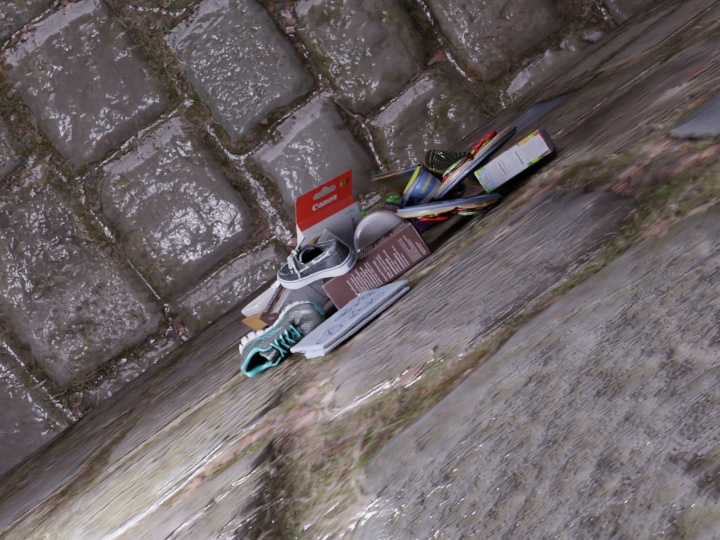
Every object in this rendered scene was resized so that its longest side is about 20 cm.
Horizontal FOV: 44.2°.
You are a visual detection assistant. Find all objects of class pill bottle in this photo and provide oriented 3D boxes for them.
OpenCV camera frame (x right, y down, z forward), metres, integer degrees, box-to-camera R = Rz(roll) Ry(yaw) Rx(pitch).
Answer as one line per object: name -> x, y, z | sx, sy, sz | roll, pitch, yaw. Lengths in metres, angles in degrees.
pill bottle -> 0.053, -0.075, 1.784 | 0.116, 0.117, 0.200 | -34, 7, 12

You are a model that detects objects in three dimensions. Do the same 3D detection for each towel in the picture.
towel -> 0.138, -0.205, 2.065 | 0.146, 0.022, 0.200 | -12, -18, 34

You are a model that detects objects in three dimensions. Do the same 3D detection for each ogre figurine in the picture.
ogre figurine -> 0.069, -0.119, 2.096 | 0.120, 0.200, 0.098 | -25, 52, 4

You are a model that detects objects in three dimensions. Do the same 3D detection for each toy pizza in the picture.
toy pizza -> 0.164, -0.113, 1.643 | 0.199, 0.032, 0.200 | -10, 5, 1
toy pizza -> 0.218, -0.215, 1.710 | 0.200, 0.032, 0.200 | -41, -2, -1

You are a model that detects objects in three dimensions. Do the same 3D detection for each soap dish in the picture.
soap dish -> -0.179, 0.069, 2.112 | 0.200, 0.081, 0.157 | -39, 7, -22

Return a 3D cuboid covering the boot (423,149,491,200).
boot -> 0.209, -0.195, 1.938 | 0.200, 0.174, 0.066 | 90, -163, -73

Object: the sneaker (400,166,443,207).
sneaker -> 0.133, -0.153, 1.915 | 0.200, 0.082, 0.074 | 105, -170, -76

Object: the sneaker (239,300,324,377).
sneaker -> -0.144, 0.132, 1.614 | 0.200, 0.078, 0.091 | -37, 21, 24

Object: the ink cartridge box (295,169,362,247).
ink cartridge box -> -0.059, -0.094, 1.880 | 0.162, 0.050, 0.201 | -31, -39, -31

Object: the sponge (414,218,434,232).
sponge -> 0.079, -0.070, 1.981 | 0.200, 0.030, 0.112 | -35, 8, 8

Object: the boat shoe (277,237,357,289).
boat shoe -> -0.096, -0.017, 1.625 | 0.199, 0.068, 0.074 | -8, 46, 49

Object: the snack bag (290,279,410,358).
snack bag -> -0.023, 0.084, 1.467 | 0.188, 0.021, 0.200 | -38, 7, -21

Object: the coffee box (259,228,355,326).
coffee box -> -0.105, 0.029, 1.752 | 0.200, 0.080, 0.113 | -61, 17, -20

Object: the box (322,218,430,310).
box -> 0.029, -0.009, 1.638 | 0.200, 0.075, 0.100 | -34, 7, 6

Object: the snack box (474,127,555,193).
snack box -> 0.298, -0.213, 1.697 | 0.142, 0.053, 0.200 | -32, 1, 18

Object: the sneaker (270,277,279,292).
sneaker -> -0.124, 0.065, 1.931 | 0.075, 0.087, 0.200 | -40, -18, 12

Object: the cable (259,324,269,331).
cable -> -0.177, 0.139, 1.880 | 0.097, 0.050, 0.200 | -50, -10, 18
